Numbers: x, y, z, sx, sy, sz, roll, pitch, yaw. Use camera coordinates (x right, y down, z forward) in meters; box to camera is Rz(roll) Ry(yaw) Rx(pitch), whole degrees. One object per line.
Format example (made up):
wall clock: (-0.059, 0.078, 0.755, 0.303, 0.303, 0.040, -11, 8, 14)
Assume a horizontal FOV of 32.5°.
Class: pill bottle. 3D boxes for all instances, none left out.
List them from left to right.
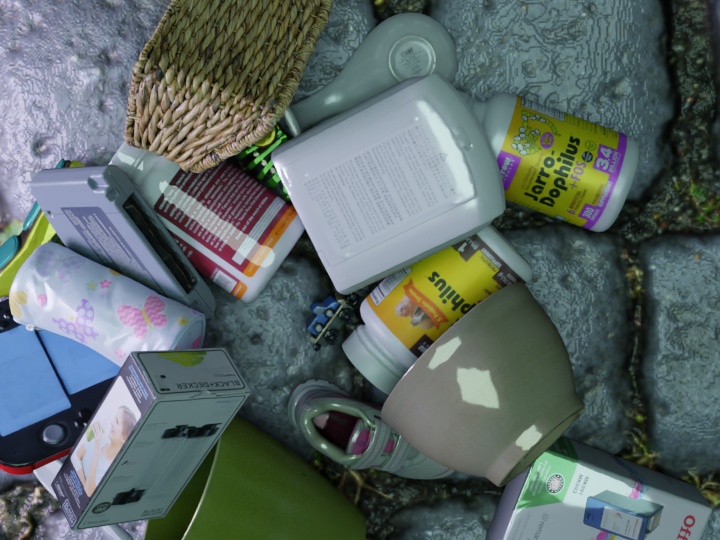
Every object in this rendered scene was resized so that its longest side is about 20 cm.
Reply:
pill bottle: (-0.163, -0.065, 1.280, 0.200, 0.113, 0.113, 35, 98, -3)
pill bottle: (0.076, 0.034, 1.289, 0.109, 0.109, 0.200, 43, 98, -5)
pill bottle: (0.175, -0.118, 1.266, 0.199, 0.104, 0.105, 19, 99, -1)

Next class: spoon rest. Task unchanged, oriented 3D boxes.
spoon rest: (0.008, -0.198, 1.291, 0.200, 0.061, 0.100, -27, 98, -8)

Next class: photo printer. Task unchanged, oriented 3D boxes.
photo printer: (0.033, -0.089, 1.214, 0.200, 0.069, 0.167, -26, 95, 18)

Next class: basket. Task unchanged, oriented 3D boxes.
basket: (-0.130, -0.189, 1.219, 0.149, 0.200, 0.143, 19, 140, -2)

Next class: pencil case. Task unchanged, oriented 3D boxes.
pencil case: (-0.256, 0.047, 1.251, 0.200, 0.083, 0.091, 23, 69, 12)

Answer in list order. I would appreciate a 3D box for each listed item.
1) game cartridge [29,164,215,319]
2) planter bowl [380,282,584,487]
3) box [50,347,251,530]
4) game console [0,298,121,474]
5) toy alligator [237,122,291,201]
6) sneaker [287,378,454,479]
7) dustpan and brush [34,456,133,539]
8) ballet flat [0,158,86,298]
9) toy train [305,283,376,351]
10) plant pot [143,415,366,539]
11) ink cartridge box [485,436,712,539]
game cartridge: (-0.246, -0.027, 1.265, 0.042, 0.133, 0.200, -53, 129, -29)
planter bowl: (0.137, 0.130, 1.238, 0.200, 0.200, 0.135, -45, 72, 7)
box: (-0.207, 0.165, 1.208, 0.200, 0.116, 0.060, -55, 54, 31)
game console: (-0.319, 0.101, 1.267, 0.177, 0.031, 0.200, -25, 59, -17)
toy alligator: (-0.077, -0.101, 1.299, 0.054, 0.059, 0.200, -41, 95, 7)
sneaker: (0.014, 0.182, 1.324, 0.199, 0.088, 0.082, 14, 99, -1)
dustpan and brush: (-0.293, 0.228, 1.311, 0.200, 0.057, 0.140, 42, 137, 3)
ballet flat: (-0.345, -0.027, 1.321, 0.067, 0.067, 0.200, 35, 97, -24)
toy train: (0.000, 0.000, 1.322, 0.046, 0.034, 0.200, 32, 98, -15)
plant pot: (-0.101, 0.264, 1.311, 0.200, 0.187, 0.188, 24, 99, -19)
ink cartridge box: (0.255, 0.276, 1.333, 0.199, 0.088, 0.146, 20, 98, -3)
